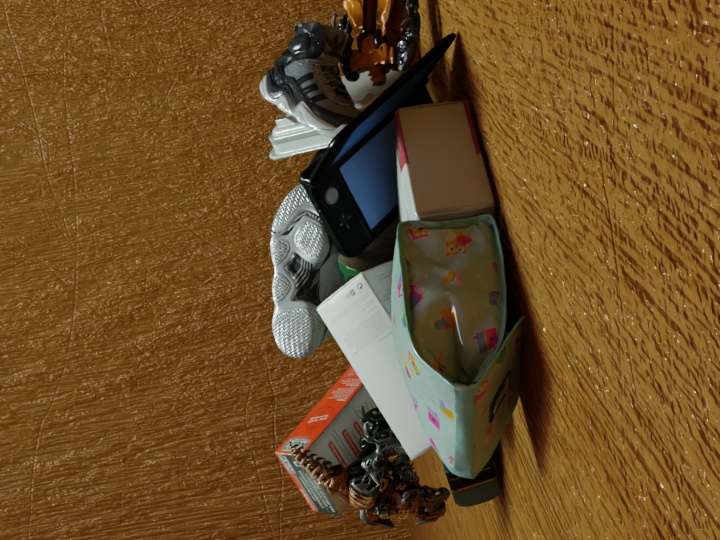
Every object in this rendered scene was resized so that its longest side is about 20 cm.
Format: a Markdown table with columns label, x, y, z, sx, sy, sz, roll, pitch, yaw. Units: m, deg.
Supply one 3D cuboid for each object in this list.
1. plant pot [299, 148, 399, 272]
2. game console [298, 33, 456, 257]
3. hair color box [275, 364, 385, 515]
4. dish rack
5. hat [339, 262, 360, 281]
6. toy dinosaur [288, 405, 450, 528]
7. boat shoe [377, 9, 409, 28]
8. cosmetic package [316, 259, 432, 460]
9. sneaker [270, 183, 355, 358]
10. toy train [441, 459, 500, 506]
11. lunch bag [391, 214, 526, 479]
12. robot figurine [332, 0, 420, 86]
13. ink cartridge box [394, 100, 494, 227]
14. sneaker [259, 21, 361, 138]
| label | x | y | z | sx | sy | sz | roll | pitch | yaw |
| --- | --- | --- | --- | --- | --- | --- | --- | --- | --- |
| plant pot | 0.029 | -0.102 | 1.422 | 0.093 | 0.197 | 0.203 | 116 | 150 | -53 |
| game console | 0.041 | -0.132 | 1.266 | 0.116 | 0.200 | 0.177 | 13 | 140 | 51 |
| hair color box | -0.008 | 0.199 | 1.468 | 0.061 | 0.200 | 0.102 | -5 | 123 | 48 |
| dish rack | -0.020 | -0.214 | 1.481 | 0.172 | 0.198 | 0.044 | -52 | -56 | -43 |
| hat | 0.000 | 0.000 | 1.441 | 0.176 | 0.197 | 0.168 | -51 | -38 | -66 |
| toy dinosaur | 0.018 | 0.242 | 1.378 | 0.102 | 0.198 | 0.137 | 43 | 116 | 51 |
| boat shoe | 0.051 | -0.293 | 1.599 | 0.063 | 0.072 | 0.202 | -114 | 4 | -58 |
| cosmetic package | 0.054 | 0.095 | 1.307 | 0.202 | 0.085 | 0.107 | 59 | -149 | 8 |
| sneaker | -0.050 | -0.005 | 1.362 | 0.115 | 0.074 | 0.204 | -16 | -67 | -63 |
| toy train | 0.122 | 0.200 | 1.443 | 0.201 | 0.084 | 0.115 | -103 | -5 | -66 |
| lunch bag | 0.094 | 0.075 | 1.115 | 0.172 | 0.120 | 0.202 | 86 | 178 | -52 |
| robot figurine | 0.027 | -0.323 | 1.401 | 0.144 | 0.058 | 0.204 | 0 | 90 | 47 |
| ink cartridge box | 0.088 | -0.056 | 1.234 | 0.201 | 0.084 | 0.149 | 82 | 178 | -54 |
| sneaker | -0.038 | -0.225 | 1.370 | 0.199 | 0.075 | 0.115 | 36 | 107 | 40 |
